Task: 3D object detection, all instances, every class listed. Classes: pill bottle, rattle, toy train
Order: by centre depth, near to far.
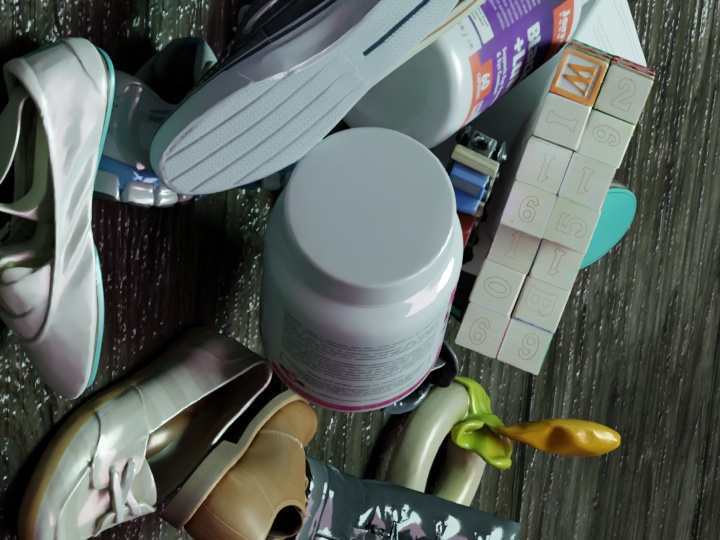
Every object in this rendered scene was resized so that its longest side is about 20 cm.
[{"bbox_3d":[0.000,0.000,1.679,0.114,0.113,0.200,-58,172,-19],"label":"pill bottle"},{"bbox_3d":[0.069,-0.163,1.821,0.200,0.111,0.112,-39,140,-43],"label":"pill bottle"},{"bbox_3d":[0.060,-0.035,1.830,0.046,0.034,0.200,-63,175,-22],"label":"toy train"},{"bbox_3d":[0.072,0.182,2.039,0.200,0.142,0.130,-59,169,-30],"label":"rattle"}]

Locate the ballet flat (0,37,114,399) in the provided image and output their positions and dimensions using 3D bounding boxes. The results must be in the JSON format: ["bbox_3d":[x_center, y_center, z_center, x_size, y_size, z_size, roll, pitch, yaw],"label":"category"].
[{"bbox_3d":[-0.173,-0.026,1.556,0.069,0.069,0.201,-21,122,-54],"label":"ballet flat"}]

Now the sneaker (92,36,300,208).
[{"bbox_3d":[-0.082,-0.089,1.653,0.200,0.075,0.087,-14,115,-57],"label":"sneaker"}]

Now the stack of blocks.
[{"bbox_3d":[0.121,-0.040,1.837,0.115,0.058,0.201,-51,162,-80],"label":"stack of blocks"}]

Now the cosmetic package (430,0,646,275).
[{"bbox_3d":[0.105,-0.104,1.960,0.200,0.081,0.113,-55,149,-22],"label":"cosmetic package"}]

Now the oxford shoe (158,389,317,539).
[{"bbox_3d":[-0.060,0.131,1.799,0.071,0.071,0.200,-53,178,24],"label":"oxford shoe"}]

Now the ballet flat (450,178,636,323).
[{"bbox_3d":[0.117,-0.021,2.046,0.200,0.068,0.068,-35,138,-47],"label":"ballet flat"}]

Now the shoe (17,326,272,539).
[{"bbox_3d":[-0.126,0.100,1.718,0.200,0.053,0.070,-44,143,-39],"label":"shoe"}]

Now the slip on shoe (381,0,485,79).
[{"bbox_3d":[0.028,-0.171,1.679,0.200,0.074,0.061,-39,120,7],"label":"slip on shoe"}]

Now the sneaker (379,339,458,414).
[{"bbox_3d":[0.020,0.012,1.836,0.077,0.112,0.200,-24,140,-3],"label":"sneaker"}]

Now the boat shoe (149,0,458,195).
[{"bbox_3d":[-0.036,-0.118,1.590,0.200,0.071,0.072,-36,140,-3],"label":"boat shoe"}]

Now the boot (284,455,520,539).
[{"bbox_3d":[0.004,0.219,1.939,0.199,0.066,0.166,21,94,-42],"label":"boot"}]
